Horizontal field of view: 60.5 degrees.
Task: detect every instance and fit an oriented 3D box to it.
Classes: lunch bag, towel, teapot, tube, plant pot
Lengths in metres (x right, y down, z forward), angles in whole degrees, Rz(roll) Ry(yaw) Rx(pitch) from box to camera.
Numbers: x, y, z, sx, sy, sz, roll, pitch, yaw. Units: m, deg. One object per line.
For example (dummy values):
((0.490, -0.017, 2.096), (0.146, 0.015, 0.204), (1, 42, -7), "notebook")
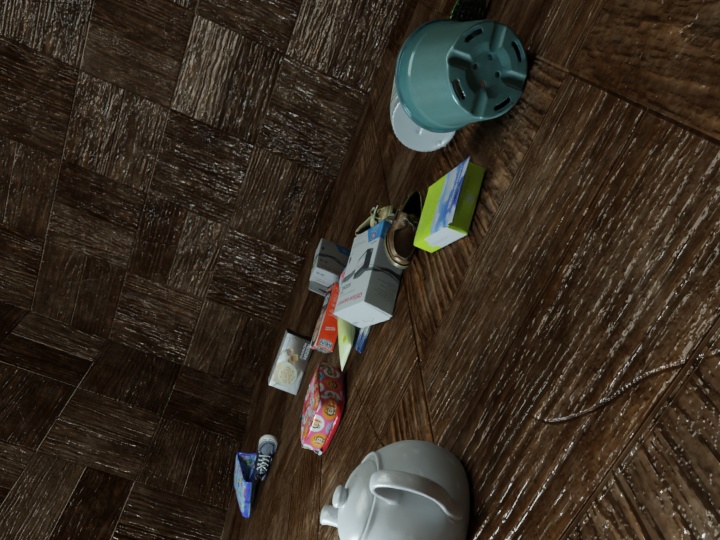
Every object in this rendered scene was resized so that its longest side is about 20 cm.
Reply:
((-0.102, 0.347, 1.534), (0.201, 0.080, 0.180), (-94, 25, -64), "lunch bag")
((0.017, 0.094, 1.535), (0.147, 0.023, 0.206), (-156, 85, -80), "towel")
((0.036, 0.292, 0.750), (0.198, 0.142, 0.205), (-112, 44, -74), "teapot")
((-0.035, 0.152, 1.535), (0.051, 0.059, 0.202), (-20, 32, 12), "tube")
((0.179, -0.342, 1.073), (0.206, 0.195, 0.196), (-68, 18, 7), "plant pot")
((-0.435, 0.815, 2.342), (0.201, 0.091, 0.156), (-114, 31, -68), "lunch bag")

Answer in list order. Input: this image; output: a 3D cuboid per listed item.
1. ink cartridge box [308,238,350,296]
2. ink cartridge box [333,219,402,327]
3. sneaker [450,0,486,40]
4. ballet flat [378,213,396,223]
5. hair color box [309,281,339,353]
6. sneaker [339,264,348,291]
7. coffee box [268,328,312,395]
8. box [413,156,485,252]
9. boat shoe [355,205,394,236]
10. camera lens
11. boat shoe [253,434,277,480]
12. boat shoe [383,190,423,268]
((-0.103, -0.005, 2.092), (0.203, 0.113, 0.067), (-84, 19, -50), "ink cartridge box")
((0.026, 0.011, 1.405), (0.144, 0.082, 0.206), (-25, 45, 56), "ink cartridge box")
((0.232, -0.568, 1.466), (0.086, 0.076, 0.204), (-86, 18, -58), "sneaker")
((0.070, -0.096, 1.514), (0.076, 0.067, 0.200), (-57, 2, -26), "ballet flat")
((-0.093, 0.147, 1.909), (0.101, 0.060, 0.206), (146, 142, -71), "hair color box")
((0.000, 0.000, 1.646), (0.096, 0.077, 0.206), (-138, 67, -76), "sneaker")
((-0.253, 0.333, 2.262), (0.080, 0.111, 0.206), (-146, 77, -79), "coffee box")
((0.159, -0.113, 1.107), (0.200, 0.046, 0.126), (150, 138, -74), "box")
((0.039, -0.124, 1.706), (0.200, 0.061, 0.075), (130, 159, -61), "boat shoe")
((0.145, -0.381, 1.356), (0.204, 0.156, 0.162), (-80, 15, -44), "camera lens")
((-0.349, 0.689, 2.260), (0.095, 0.072, 0.203), (-89, 13, -44), "boat shoe")
((0.097, -0.096, 1.329), (0.069, 0.070, 0.204), (120, 165, -45), "boat shoe")
